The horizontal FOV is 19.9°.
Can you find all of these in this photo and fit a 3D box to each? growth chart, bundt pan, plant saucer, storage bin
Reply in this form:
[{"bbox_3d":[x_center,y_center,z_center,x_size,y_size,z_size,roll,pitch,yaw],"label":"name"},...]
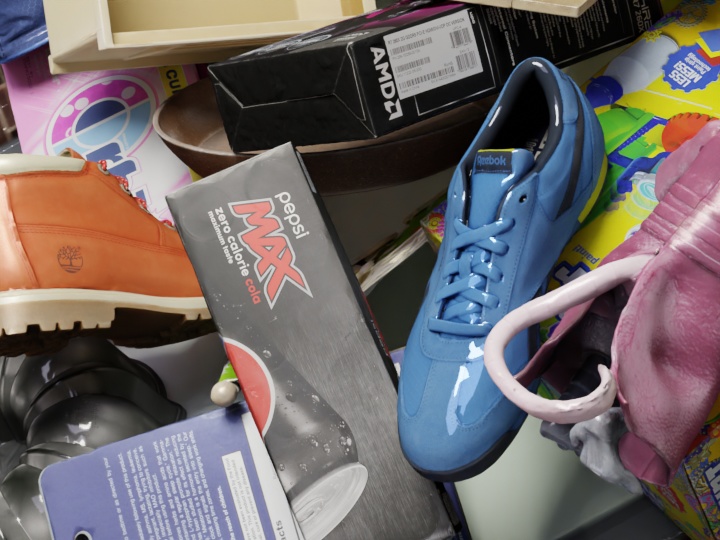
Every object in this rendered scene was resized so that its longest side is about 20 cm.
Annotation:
[{"bbox_3d":[0.000,0.000,1.077,0.200,0.018,0.145,-40,5,-2],"label":"growth chart"},{"bbox_3d":[-0.196,0.106,1.103,0.201,0.076,0.202,-12,52,16],"label":"bundt pan"},{"bbox_3d":[-0.011,-0.080,1.104,0.200,0.035,0.200,-7,22,3],"label":"plant saucer"},{"bbox_3d":[-0.086,-0.221,1.151,0.094,0.198,0.201,-12,87,59],"label":"storage bin"}]

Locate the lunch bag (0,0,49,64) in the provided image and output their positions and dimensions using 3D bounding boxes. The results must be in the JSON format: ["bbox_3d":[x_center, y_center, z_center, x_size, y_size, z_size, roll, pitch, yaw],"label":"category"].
[{"bbox_3d":[-0.194,-0.220,1.260,0.136,0.133,0.200,-28,13,-1],"label":"lunch bag"}]

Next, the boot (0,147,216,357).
[{"bbox_3d":[-0.122,-0.013,1.078,0.075,0.200,0.108,-23,73,40],"label":"boot"}]

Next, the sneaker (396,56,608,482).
[{"bbox_3d":[0.055,-0.005,0.922,0.066,0.078,0.200,9,63,28],"label":"sneaker"}]

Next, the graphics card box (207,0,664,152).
[{"bbox_3d":[0.039,-0.111,1.022,0.200,0.051,0.125,-24,14,-34],"label":"graphics card box"}]

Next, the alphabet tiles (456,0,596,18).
[{"bbox_3d":[0.100,-0.167,1.026,0.167,0.008,0.200,12,31,25],"label":"alphabet tiles"}]

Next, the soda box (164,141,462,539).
[{"bbox_3d":[-0.022,0.045,0.968,0.071,0.063,0.200,-23,83,1],"label":"soda box"}]

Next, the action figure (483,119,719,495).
[{"bbox_3d":[0.135,-0.011,0.852,0.134,0.149,0.200,35,89,44],"label":"action figure"}]

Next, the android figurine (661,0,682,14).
[{"bbox_3d":[0.144,-0.213,1.129,0.200,0.041,0.182,-43,72,17],"label":"android figurine"}]

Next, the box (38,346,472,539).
[{"bbox_3d":[-0.051,0.126,1.016,0.199,0.032,0.121,-17,74,2],"label":"box"}]

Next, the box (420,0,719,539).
[{"bbox_3d":[0.174,0.002,0.992,0.193,0.122,0.200,-40,50,-7],"label":"box"}]

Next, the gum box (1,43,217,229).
[{"bbox_3d":[-0.135,-0.071,1.211,0.113,0.066,0.200,-25,50,5],"label":"gum box"}]
